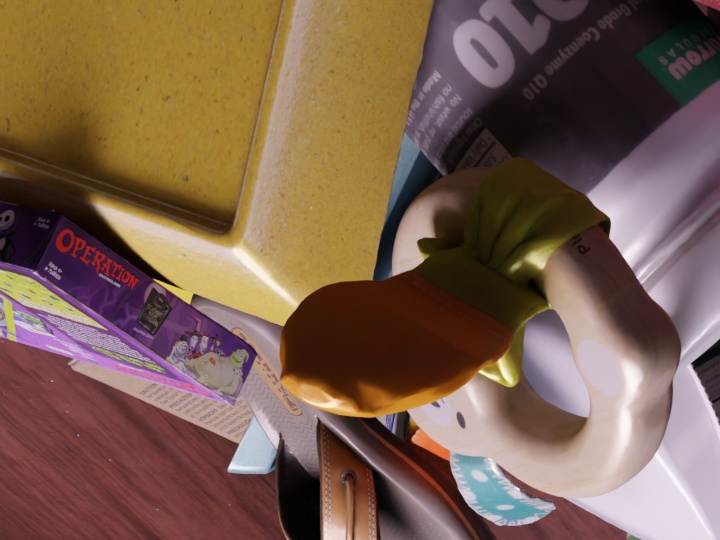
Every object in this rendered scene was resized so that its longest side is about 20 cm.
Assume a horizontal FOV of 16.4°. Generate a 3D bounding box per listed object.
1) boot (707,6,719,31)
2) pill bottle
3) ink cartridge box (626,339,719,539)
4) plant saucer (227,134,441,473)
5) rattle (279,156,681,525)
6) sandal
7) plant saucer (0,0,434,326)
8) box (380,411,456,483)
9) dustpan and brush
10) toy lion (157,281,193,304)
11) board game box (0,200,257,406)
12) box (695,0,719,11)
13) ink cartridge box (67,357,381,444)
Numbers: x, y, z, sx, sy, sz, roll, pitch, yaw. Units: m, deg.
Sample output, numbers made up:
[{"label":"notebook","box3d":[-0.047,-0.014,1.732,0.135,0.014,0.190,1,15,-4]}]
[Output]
[{"label":"boot","box3d":[0.144,-0.073,1.012,0.198,0.073,0.156,0,148,19]},{"label":"pill bottle","box3d":[0.080,-0.064,0.926,0.200,0.113,0.113,48,150,9]},{"label":"ink cartridge box","box3d":[0.199,0.070,1.105,0.084,0.201,0.146,29,145,-26]},{"label":"plant saucer","box3d":[0.000,0.000,1.085,0.019,0.070,0.201,29,108,13]},{"label":"rattle","box3d":[0.022,0.061,0.892,0.130,0.143,0.200,40,147,0]},{"label":"sandal","box3d":[-0.010,0.088,1.019,0.200,0.055,0.082,53,150,-6]},{"label":"plant saucer","box3d":[-0.074,-0.094,0.906,0.199,0.202,0.048,18,-168,26]},{"label":"box","box3d":[0.034,0.059,1.095,0.041,0.120,0.201,8,138,-4]},{"label":"dustpan and brush","box3d":[0.097,0.021,1.044,0.139,0.057,0.201,23,147,58]},{"label":"toy lion","box3d":[-0.090,-0.021,1.057,0.199,0.069,0.192,-3,149,29]},{"label":"board game box","box3d":[-0.147,0.001,0.988,0.199,0.032,0.120,13,158,43]},{"label":"box","box3d":[0.190,-0.136,0.867,0.199,0.095,0.103,21,148,-13]},{"label":"ink cartridge box","box3d":[-0.024,0.017,1.225,0.164,0.076,0.200,27,146,-22]}]
